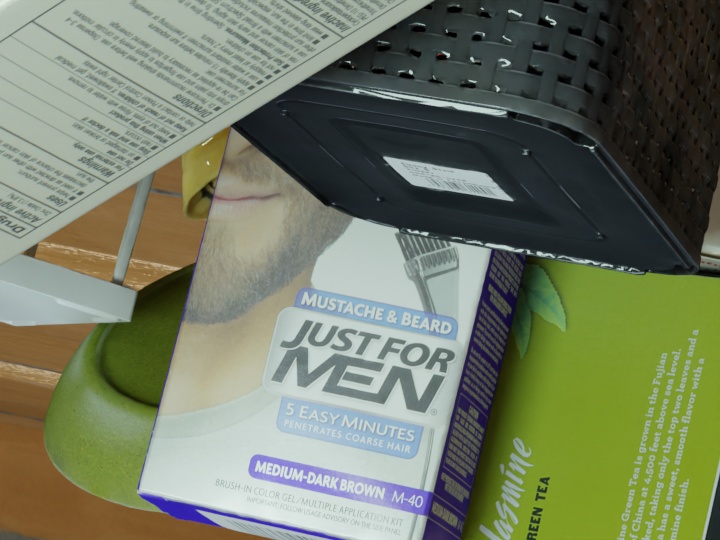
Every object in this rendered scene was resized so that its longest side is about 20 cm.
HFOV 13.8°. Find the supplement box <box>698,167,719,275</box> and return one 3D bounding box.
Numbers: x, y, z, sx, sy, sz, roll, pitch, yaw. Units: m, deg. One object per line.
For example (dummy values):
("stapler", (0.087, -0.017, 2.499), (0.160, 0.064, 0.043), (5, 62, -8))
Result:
("supplement box", (0.183, -0.010, 1.149), (0.125, 0.074, 0.200), (12, 171, 9))

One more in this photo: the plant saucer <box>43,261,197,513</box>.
("plant saucer", (-0.032, 0.032, 1.189), (0.199, 0.031, 0.200), (-9, -155, 4))

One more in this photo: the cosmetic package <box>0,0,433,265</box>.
("cosmetic package", (-0.069, -0.082, 0.793), (0.199, 0.071, 0.105), (-29, 150, 20))

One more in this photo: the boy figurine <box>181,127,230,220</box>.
("boy figurine", (-0.004, -0.048, 1.225), (0.199, 0.065, 0.124), (3, 176, 38))

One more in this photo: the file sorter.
("file sorter", (-0.190, -0.064, 1.205), (0.199, 0.125, 0.139), (18, 170, -23))

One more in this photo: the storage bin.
("storage bin", (0.037, -0.071, 0.945), (0.135, 0.094, 0.200), (10, 169, 19))

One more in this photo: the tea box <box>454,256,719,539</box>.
("tea box", (0.158, 0.088, 1.122), (0.196, 0.134, 0.200), (8, 168, 37))

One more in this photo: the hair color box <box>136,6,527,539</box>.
("hair color box", (0.000, 0.000, 1.080), (0.109, 0.201, 0.065), (11, 168, 17))
